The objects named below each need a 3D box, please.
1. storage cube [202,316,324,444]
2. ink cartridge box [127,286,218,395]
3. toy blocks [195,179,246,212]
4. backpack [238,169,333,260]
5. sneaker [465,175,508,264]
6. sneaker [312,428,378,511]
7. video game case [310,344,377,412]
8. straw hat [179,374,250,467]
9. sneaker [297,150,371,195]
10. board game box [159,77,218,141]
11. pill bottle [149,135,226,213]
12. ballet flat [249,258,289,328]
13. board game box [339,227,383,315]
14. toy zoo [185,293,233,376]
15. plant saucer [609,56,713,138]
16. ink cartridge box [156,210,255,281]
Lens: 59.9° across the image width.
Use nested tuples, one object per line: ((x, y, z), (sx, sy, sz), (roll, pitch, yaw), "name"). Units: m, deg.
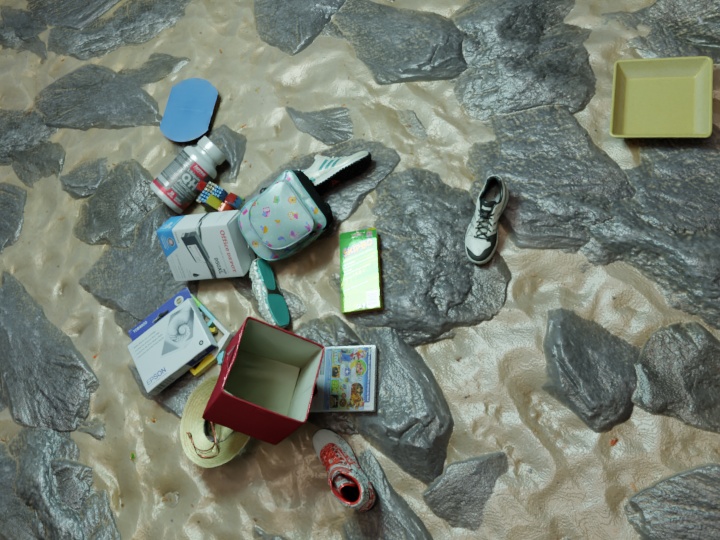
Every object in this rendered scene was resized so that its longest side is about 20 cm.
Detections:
((-0.198, 0.231, 1.275), (0.198, 0.180, 0.172), (24, 54, -15), "storage cube")
((-0.470, 0.164, 1.524), (0.199, 0.041, 0.201), (-38, 62, 2), "ink cartridge box")
((-0.350, -0.169, 1.583), (0.199, 0.137, 0.101), (26, 79, 26), "toy blocks")
((-0.188, -0.120, 1.488), (0.199, 0.153, 0.177), (-36, 94, 20), "backpack")
((0.272, -0.116, 1.374), (0.075, 0.088, 0.202), (10, 75, 20), "sneaker")
((-0.044, 0.397, 1.270), (0.067, 0.108, 0.202), (-41, 62, 0), "sneaker")
((-0.061, 0.241, 1.388), (0.197, 0.018, 0.145), (-5, 68, 18), "video game case")
((-0.301, 0.339, 1.395), (0.199, 0.085, 0.203), (-7, 66, 17), "straw hat")
((-0.072, -0.264, 1.560), (0.198, 0.070, 0.094), (-28, 69, 10), "sneaker")
((-0.486, -0.455, 1.802), (0.156, 0.039, 0.202), (9, 78, 17), "board game box")
((-0.456, -0.260, 1.671), (0.200, 0.111, 0.111), (-47, 62, -2), "pill bottle")
((-0.222, 0.064, 1.497), (0.071, 0.072, 0.202), (-25, 61, 8), "ballet flat")
((0.000, 0.000, 1.457), (0.094, 0.030, 0.202), (-9, 70, 15), "board game box")
((-0.399, 0.166, 1.534), (0.200, 0.020, 0.131), (40, 86, 28), "toy zoo")
((0.652, -0.366, 1.362), (0.198, 0.048, 0.202), (5, 71, 20), "plant saucer")
((-0.377, -0.060, 1.537), (0.197, 0.146, 0.084), (-4, 28, 18), "ink cartridge box")
